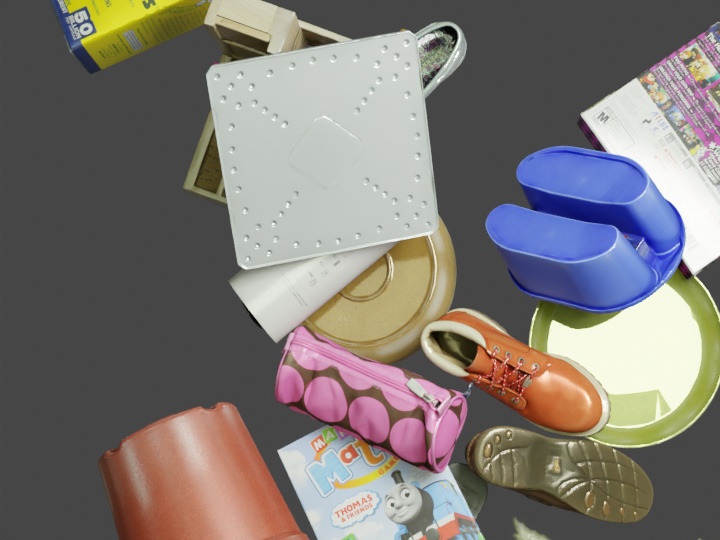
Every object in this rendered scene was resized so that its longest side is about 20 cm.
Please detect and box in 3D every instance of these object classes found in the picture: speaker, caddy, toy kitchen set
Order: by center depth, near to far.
[{"bbox_3d":[0.221,-0.036,1.632,0.199,0.105,0.142,16,64,43],"label":"caddy"},{"bbox_3d":[-0.080,-0.149,1.634,0.161,0.200,0.182,19,85,6],"label":"toy kitchen set"},{"bbox_3d":[-0.034,-0.019,1.656,0.199,0.081,0.081,-40,84,-2],"label":"speaker"}]

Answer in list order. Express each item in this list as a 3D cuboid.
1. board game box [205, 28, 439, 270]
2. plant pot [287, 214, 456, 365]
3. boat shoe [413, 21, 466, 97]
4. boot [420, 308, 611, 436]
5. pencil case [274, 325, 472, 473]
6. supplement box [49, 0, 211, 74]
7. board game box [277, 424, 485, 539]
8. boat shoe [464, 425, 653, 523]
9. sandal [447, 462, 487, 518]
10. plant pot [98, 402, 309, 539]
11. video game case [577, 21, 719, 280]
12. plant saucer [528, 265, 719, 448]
[{"bbox_3d":[-0.034,-0.114,1.568,0.197,0.026,0.202,-11,113,-6],"label":"board game box"},{"bbox_3d":[0.000,0.000,1.706,0.197,0.027,0.203,0,85,2],"label":"plant pot"},{"bbox_3d":[0.027,-0.184,1.701,0.201,0.072,0.070,-43,84,-3],"label":"boat shoe"},{"bbox_3d":[0.148,0.104,1.628,0.199,0.107,0.076,28,98,19],"label":"boot"},{"bbox_3d":[0.007,0.120,1.629,0.198,0.094,0.091,19,67,23],"label":"pencil case"},{"bbox_3d":[-0.217,-0.299,1.702,0.198,0.110,0.110,-25,84,-1],"label":"supplement box"},{"bbox_3d":[0.025,0.235,1.651,0.150,0.037,0.201,-27,66,-1],"label":"board game box"},{"bbox_3d":[0.196,0.200,1.662,0.198,0.068,0.073,18,82,-14],"label":"boat shoe"},{"bbox_3d":[0.063,0.285,1.666,0.074,0.045,0.202,27,86,4],"label":"sandal"},{"bbox_3d":[-0.152,0.246,1.613,0.199,0.201,0.197,-24,76,-1],"label":"plant pot"},{"bbox_3d":[0.348,-0.122,1.689,0.180,0.036,0.201,-34,81,-8],"label":"video game case"},{"bbox_3d":[0.268,0.078,1.688,0.197,0.031,0.203,0,83,2],"label":"plant saucer"}]
